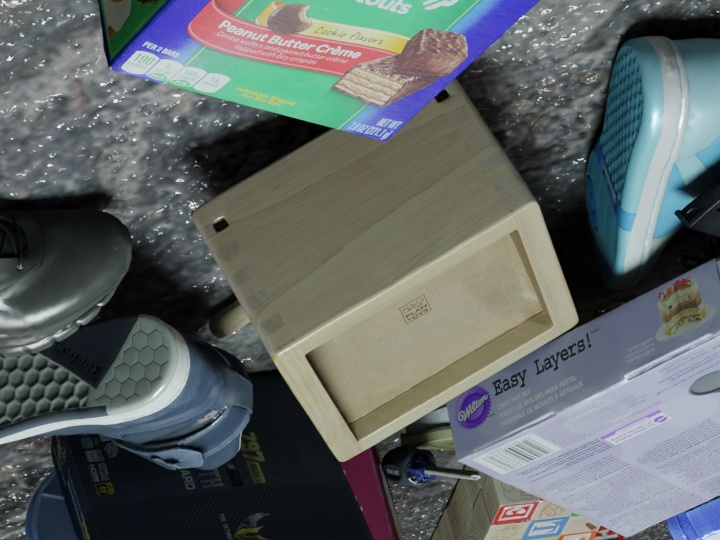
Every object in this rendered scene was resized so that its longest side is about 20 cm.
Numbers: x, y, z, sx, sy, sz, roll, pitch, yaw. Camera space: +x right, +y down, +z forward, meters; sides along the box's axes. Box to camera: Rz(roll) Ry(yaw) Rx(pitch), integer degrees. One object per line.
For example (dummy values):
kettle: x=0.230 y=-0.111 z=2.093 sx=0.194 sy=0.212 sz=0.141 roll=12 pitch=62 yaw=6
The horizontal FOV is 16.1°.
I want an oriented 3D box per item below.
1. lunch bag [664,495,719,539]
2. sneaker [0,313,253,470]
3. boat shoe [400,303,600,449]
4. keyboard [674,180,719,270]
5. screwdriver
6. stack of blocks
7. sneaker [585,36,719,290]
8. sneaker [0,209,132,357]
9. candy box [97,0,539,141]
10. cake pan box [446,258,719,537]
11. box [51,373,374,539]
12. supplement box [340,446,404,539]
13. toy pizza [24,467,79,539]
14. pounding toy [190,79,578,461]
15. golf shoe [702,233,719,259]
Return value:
lunch bag: x=0.283 y=0.112 z=1.614 sx=0.170 sy=0.124 sz=0.200 roll=-28 pitch=-177 yaw=18
sneaker: x=-0.159 y=0.073 z=1.454 sx=0.202 sy=0.077 sz=0.146 roll=-2 pitch=167 yaw=25
boat shoe: x=0.095 y=0.070 z=1.592 sx=0.075 sy=0.068 sz=0.200 roll=3 pitch=165 yaw=-37
keyboard: x=0.256 y=-0.014 z=1.409 sx=0.200 sy=0.040 sz=0.104 roll=13 pitch=138 yaw=-45
screwdriver: x=0.044 y=0.125 z=1.542 sx=0.028 sy=0.029 sz=0.200 roll=15 pitch=179 yaw=-12
stack of blocks: x=0.124 y=0.181 z=1.803 sx=0.115 sy=0.059 sz=0.200 roll=-6 pitch=149 yaw=-15
sneaker: x=0.199 y=-0.058 z=1.409 sx=0.131 sy=0.080 sz=0.200 roll=-8 pitch=151 yaw=-10
sneaker: x=-0.219 y=-0.001 z=1.330 sx=0.200 sy=0.076 sz=0.091 roll=-13 pitch=143 yaw=-9
candy box: x=0.002 y=-0.155 z=1.156 sx=0.169 sy=0.077 sz=0.200 roll=12 pitch=140 yaw=-38
cake pan box: x=0.175 y=0.081 z=1.462 sx=0.200 sy=0.052 sz=0.184 roll=-30 pitch=143 yaw=29
box: x=-0.088 y=0.140 z=1.497 sx=0.158 sy=0.200 sz=0.051 roll=-4 pitch=124 yaw=-16
supplement box: x=-0.011 y=0.198 z=1.628 sx=0.086 sy=0.200 sz=0.110 roll=-16 pitch=150 yaw=2
toy pizza: x=-0.103 y=0.162 z=1.538 sx=0.200 sy=0.200 sz=0.032 roll=-5 pitch=124 yaw=-16
pounding toy: x=0.000 y=0.000 z=1.391 sx=0.184 sy=0.142 sz=0.200 roll=-30 pitch=152 yaw=-1
golf shoe: x=0.238 y=-0.001 z=1.543 sx=0.092 sy=0.075 sz=0.200 roll=7 pitch=137 yaw=-18
